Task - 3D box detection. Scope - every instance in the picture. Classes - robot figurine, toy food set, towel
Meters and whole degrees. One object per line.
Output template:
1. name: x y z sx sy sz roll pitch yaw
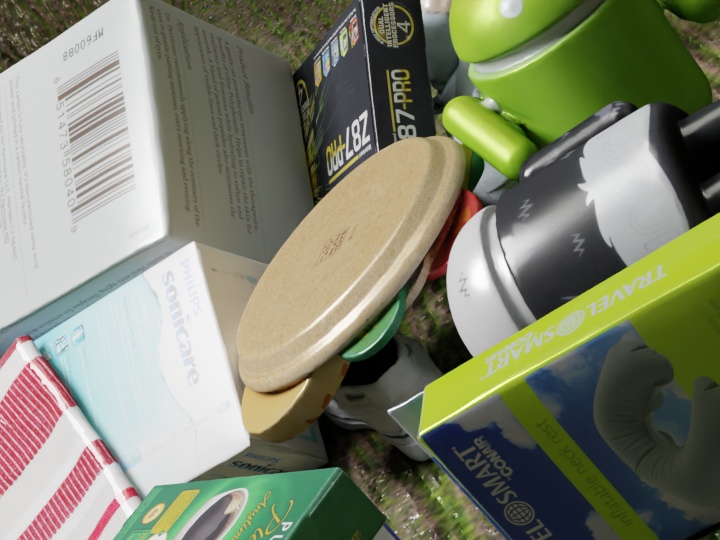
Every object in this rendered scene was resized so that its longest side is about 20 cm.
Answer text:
1. robot figurine: 0.132 -0.123 1.279 0.175 0.200 0.116 -40 18 -7
2. toy food set: 0.000 0.000 1.269 0.198 0.049 0.200 -40 20 28
3. robot figurine: 0.142 -0.010 1.137 0.200 0.125 0.150 -32 10 23
4. towel: -0.209 0.157 1.355 0.144 0.023 0.200 -50 56 17

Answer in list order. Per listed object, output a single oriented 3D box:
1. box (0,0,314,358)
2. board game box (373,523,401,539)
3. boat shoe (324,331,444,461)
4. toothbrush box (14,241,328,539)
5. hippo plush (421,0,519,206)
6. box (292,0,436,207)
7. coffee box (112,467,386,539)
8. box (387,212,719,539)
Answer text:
1. box: -0.156 -0.049 1.492 0.200 0.171 0.199 -28 60 32
2. board game box: -0.077 0.216 1.169 0.200 0.045 0.135 -29 22 31
3. boat shoe: 0.009 0.059 1.320 0.074 0.067 0.200 -44 19 -12
4. toothbrush box: -0.136 0.094 1.382 0.200 0.085 0.147 -32 62 28
5. hippo plush: 0.089 -0.120 1.422 0.200 0.159 0.161 -34 19 18
6. box: 0.001 -0.084 1.464 0.049 0.161 0.200 -4 -10 -18
7. coffee box: -0.084 0.168 1.150 0.200 0.044 0.123 -14 33 53
8. box: 0.123 0.070 0.991 0.200 0.122 0.048 -32 22 25
